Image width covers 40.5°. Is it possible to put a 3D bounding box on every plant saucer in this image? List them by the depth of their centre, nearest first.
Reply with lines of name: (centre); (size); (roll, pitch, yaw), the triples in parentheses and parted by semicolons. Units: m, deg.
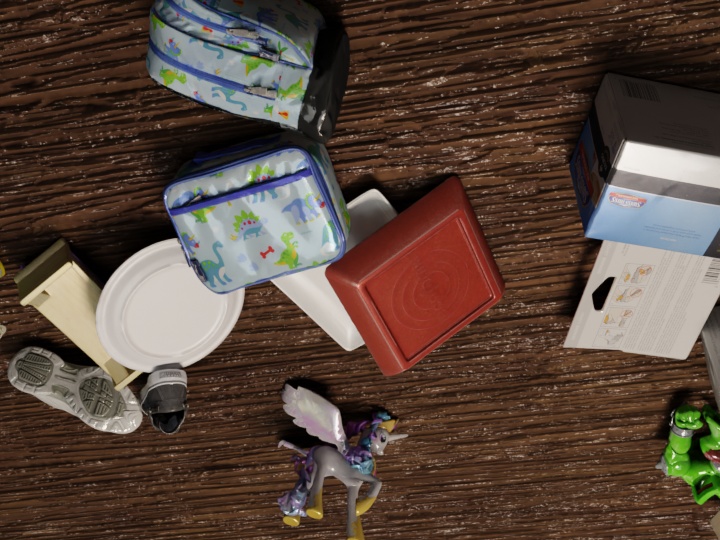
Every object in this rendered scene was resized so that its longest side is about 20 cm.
plant saucer: (0.080, 0.019, 1.191); (0.199, 0.037, 0.201); (-35, 128, -6)

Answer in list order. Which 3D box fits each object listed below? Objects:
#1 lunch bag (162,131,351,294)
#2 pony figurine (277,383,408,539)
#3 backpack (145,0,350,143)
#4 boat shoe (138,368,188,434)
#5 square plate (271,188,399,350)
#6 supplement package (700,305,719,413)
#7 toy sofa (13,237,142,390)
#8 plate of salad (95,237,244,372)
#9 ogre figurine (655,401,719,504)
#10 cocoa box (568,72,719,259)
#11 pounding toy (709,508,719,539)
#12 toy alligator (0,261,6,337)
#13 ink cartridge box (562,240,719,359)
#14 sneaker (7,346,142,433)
lunch bag: (-0.121, -0.070, 1.137); (0.197, 0.083, 0.163); (-13, 115, 14)
pony figurine: (-0.043, 0.274, 1.405); (0.190, 0.202, 0.168); (15, 140, 9)
backpack: (-0.116, -0.220, 0.981); (0.196, 0.164, 0.156); (5, 124, 6)
boat shoe: (-0.267, 0.192, 1.350); (0.069, 0.067, 0.200); (-2, 160, -19)
square plate: (0.000, 0.000, 1.244); (0.197, 0.029, 0.200); (-30, 125, 24)
supplement package: (0.558, 0.129, 1.257); (0.197, 0.153, 0.152); (-15, 129, 15)
toy sofa: (-0.354, 0.053, 1.279); (0.082, 0.098, 0.201); (-37, 124, 1)
plate of salad: (-0.244, 0.042, 1.251); (0.198, 0.048, 0.203); (-18, 128, -23)
ogre figurine: (0.515, 0.270, 1.420); (0.198, 0.099, 0.121); (13, 125, -34)
cocoa box: (0.346, -0.110, 1.064); (0.197, 0.135, 0.132); (9, 132, -6)
pounding toy: (0.651, 0.393, 1.459); (0.181, 0.144, 0.201); (-16, 148, -10)
toy alligator: (-0.495, 0.006, 1.252); (0.054, 0.059, 0.202); (36, 140, 27)
ink cartridge box: (0.364, 0.023, 1.241); (0.173, 0.045, 0.202); (7, 131, -5)
sneaker: (-0.390, 0.171, 1.370); (0.198, 0.079, 0.100); (26, 162, 6)
